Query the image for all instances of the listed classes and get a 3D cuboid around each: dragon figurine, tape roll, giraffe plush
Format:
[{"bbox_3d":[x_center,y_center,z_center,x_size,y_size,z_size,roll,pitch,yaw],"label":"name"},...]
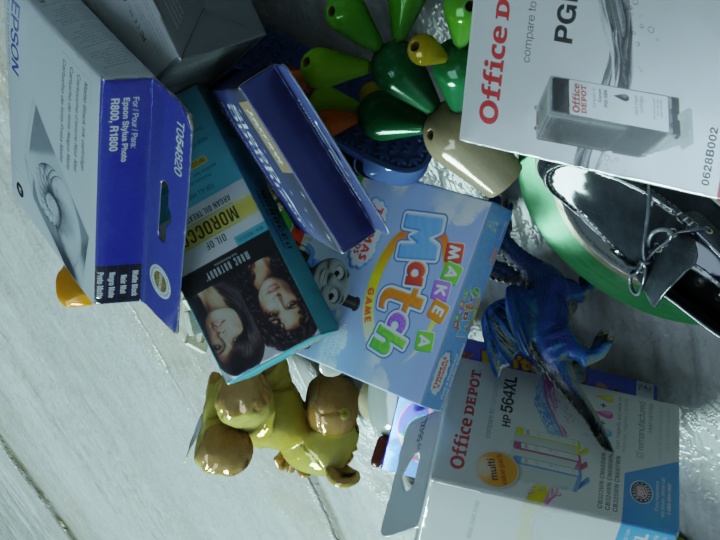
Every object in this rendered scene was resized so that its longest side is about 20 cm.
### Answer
[{"bbox_3d":[0.124,0.043,0.900,0.099,0.200,0.059,3,155,-19],"label":"dragon figurine"},{"bbox_3d":[0.201,-0.051,0.794,0.200,0.048,0.201,24,145,19],"label":"tape roll"},{"bbox_3d":[-0.071,0.147,1.218,0.162,0.173,0.200,18,137,-10],"label":"giraffe plush"}]

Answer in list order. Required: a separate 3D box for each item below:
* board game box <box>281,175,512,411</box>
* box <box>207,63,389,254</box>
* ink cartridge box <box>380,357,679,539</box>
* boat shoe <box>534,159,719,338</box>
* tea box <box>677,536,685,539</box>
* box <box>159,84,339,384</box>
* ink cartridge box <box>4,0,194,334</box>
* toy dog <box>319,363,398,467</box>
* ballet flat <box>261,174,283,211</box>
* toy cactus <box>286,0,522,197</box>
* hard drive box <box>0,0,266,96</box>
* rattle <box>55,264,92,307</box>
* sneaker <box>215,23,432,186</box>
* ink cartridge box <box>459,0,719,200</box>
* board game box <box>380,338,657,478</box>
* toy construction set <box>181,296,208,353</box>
[{"bbox_3d":[0.000,0.000,0.924,0.200,0.152,0.037,19,179,36],"label":"board game box"},{"bbox_3d":[-0.046,-0.075,0.807,0.121,0.032,0.200,58,172,-13],"label":"box"},{"bbox_3d":[0.124,0.164,0.928,0.200,0.129,0.125,12,131,4],"label":"ink cartridge box"},{"bbox_3d":[0.189,-0.015,0.750,0.200,0.062,0.075,36,149,5],"label":"boat shoe"},{"bbox_3d":[0.209,0.313,1.158,0.197,0.134,0.200,33,147,4],"label":"tea box"},{"bbox_3d":[-0.100,-0.026,0.896,0.082,0.049,0.200,-29,85,14],"label":"box"},{"bbox_3d":[-0.190,-0.078,0.873,0.200,0.041,0.200,44,139,34],"label":"ink cartridge box"},{"bbox_3d":[0.018,0.098,1.104,0.132,0.096,0.200,-7,128,46],"label":"toy dog"},{"bbox_3d":[-0.144,-0.071,0.975,0.200,0.068,0.075,2,165,36],"label":"ballet flat"},{"bbox_3d":[0.040,-0.119,0.802,0.165,0.102,0.200,45,139,-14],"label":"toy cactus"},{"bbox_3d":[-0.174,-0.190,0.899,0.200,0.077,0.156,-26,89,54],"label":"hard drive box"},{"bbox_3d":[-0.204,-0.065,1.079,0.130,0.143,0.200,60,151,-1],"label":"rattle"},{"bbox_3d":[-0.034,-0.113,0.925,0.200,0.070,0.078,35,151,16],"label":"sneaker"},{"bbox_3d":[0.161,-0.124,0.661,0.200,0.083,0.147,16,114,29],"label":"ink cartridge box"},{"bbox_3d":[0.126,0.130,1.015,0.200,0.045,0.135,14,132,3],"label":"board game box"},{"bbox_3d":[-0.055,0.018,1.037,0.200,0.131,0.092,-2,169,32],"label":"toy construction set"}]
